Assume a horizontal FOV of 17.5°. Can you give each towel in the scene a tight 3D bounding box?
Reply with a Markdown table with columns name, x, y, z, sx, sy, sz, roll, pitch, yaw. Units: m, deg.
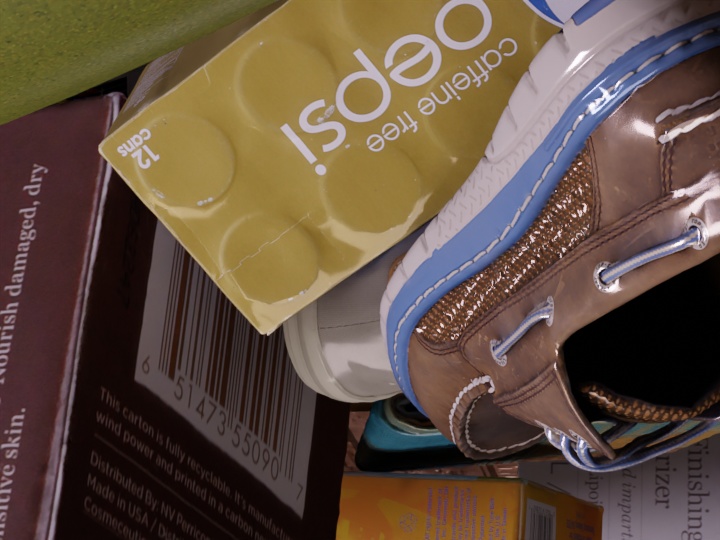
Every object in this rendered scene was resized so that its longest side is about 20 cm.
| name | x | y | z | sx | sy | sz | roll | pitch | yaw |
| --- | --- | --- | --- | --- | --- | --- | --- | --- | --- |
| towel | 0.072 | 0.059 | 0.917 | 0.146 | 0.022 | 0.200 | -3 | 171 | -3 |

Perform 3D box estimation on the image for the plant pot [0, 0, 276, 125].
| name | x | y | z | sx | sy | sz | roll | pitch | yaw |
| --- | --- | --- | --- | --- | --- | --- | --- | --- | --- |
| plant pot | -0.065 | -0.121 | 0.461 | 0.192 | 0.201 | 0.200 | -12 | 157 | 7 |

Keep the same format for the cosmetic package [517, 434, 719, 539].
| name | x | y | z | sx | sy | sz | roll | pitch | yaw |
| --- | --- | --- | --- | --- | --- | --- | --- | --- | --- |
| cosmetic package | 0.174 | 0.138 | 1.096 | 0.199 | 0.165 | 0.165 | 0 | 158 | 6 |

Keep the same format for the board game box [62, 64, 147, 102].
| name | x | y | z | sx | sy | sz | roll | pitch | yaw |
| --- | --- | --- | --- | --- | --- | --- | --- | --- | --- |
| board game box | -0.128 | -0.083 | 0.751 | 0.126 | 0.035 | 0.200 | 19 | 154 | -34 |

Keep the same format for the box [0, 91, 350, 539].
| name | x | y | z | sx | sy | sz | roll | pitch | yaw |
| --- | --- | --- | --- | --- | --- | --- | --- | --- | --- |
| box | -0.127 | 0.066 | 0.722 | 0.199 | 0.165 | 0.166 | -8 | 151 | 25 |

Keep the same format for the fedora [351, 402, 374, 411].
| name | x | y | z | sx | sy | sz | roll | pitch | yaw |
| --- | --- | --- | --- | --- | --- | --- | --- | --- | --- |
| fedora | 0.000 | 0.000 | 0.881 | 0.200 | 0.082 | 0.201 | -3 | 165 | -1 |

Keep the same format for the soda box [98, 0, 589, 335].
| name | x | y | z | sx | sy | sz | roll | pitch | yaw |
| --- | --- | --- | --- | --- | --- | --- | --- | --- | --- |
| soda box | 0.034 | -0.071 | 0.578 | 0.200 | 0.064 | 0.068 | -35 | 106 | 21 |

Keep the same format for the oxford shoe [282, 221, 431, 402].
| name | x | y | z | sx | sy | sz | roll | pitch | yaw |
| --- | --- | --- | --- | --- | --- | --- | --- | --- | --- |
| oxford shoe | 0.048 | -0.004 | 0.738 | 0.058 | 0.075 | 0.200 | -6 | -170 | 31 |

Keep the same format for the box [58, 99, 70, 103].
| name | x | y | z | sx | sy | sz | roll | pitch | yaw |
| --- | --- | --- | --- | --- | --- | --- | --- | --- | --- |
| box | -0.188 | -0.038 | 0.767 | 0.199 | 0.049 | 0.117 | 17 | 155 | -23 |

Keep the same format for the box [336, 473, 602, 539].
| name | x | y | z | sx | sy | sz | roll | pitch | yaw |
| --- | --- | --- | --- | --- | --- | --- | --- | --- | --- |
| box | -0.013 | 0.104 | 0.946 | 0.199 | 0.042 | 0.119 | -2 | 169 | 21 |

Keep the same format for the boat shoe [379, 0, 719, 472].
| name | x | y | z | sx | sy | sz | roll | pitch | yaw |
| --- | --- | --- | --- | --- | --- | --- | --- | --- | --- |
| boat shoe | 0.056 | 0.009 | 0.566 | 0.072 | 0.073 | 0.200 | -19 | 158 | -18 |
